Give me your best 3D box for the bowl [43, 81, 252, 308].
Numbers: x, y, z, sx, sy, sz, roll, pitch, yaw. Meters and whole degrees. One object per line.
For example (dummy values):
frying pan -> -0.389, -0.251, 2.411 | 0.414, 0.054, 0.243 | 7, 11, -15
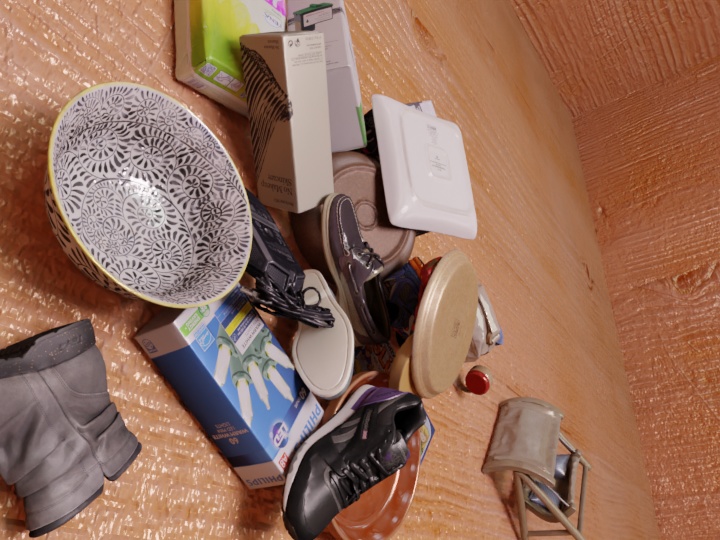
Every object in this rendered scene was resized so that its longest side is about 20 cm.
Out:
bowl -> -0.200, -0.052, 0.521 | 0.200, 0.093, 0.204 | 32, 49, -44

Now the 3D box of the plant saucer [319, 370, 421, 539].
plant saucer -> 0.009, 0.224, 0.701 | 0.199, 0.032, 0.204 | 12, 75, -53

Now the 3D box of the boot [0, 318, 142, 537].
boot -> -0.241, 0.125, 0.394 | 0.199, 0.069, 0.134 | -29, 104, -54

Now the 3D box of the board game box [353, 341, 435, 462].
board game box -> 0.033, 0.191, 0.820 | 0.202, 0.034, 0.136 | 63, 32, -14

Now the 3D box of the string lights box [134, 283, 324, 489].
string lights box -> -0.124, 0.109, 0.590 | 0.202, 0.058, 0.103 | 60, 31, -20

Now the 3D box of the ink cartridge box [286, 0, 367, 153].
ink cartridge box -> -0.049, -0.293, 0.834 | 0.147, 0.083, 0.202 | 73, 7, -57

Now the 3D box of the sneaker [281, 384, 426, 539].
sneaker -> 0.000, 0.188, 0.594 | 0.200, 0.087, 0.077 | -47, 122, -45

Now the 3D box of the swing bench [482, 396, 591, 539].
swing bench -> 0.346, 0.379, 1.127 | 0.202, 0.128, 0.199 | 62, 33, -14

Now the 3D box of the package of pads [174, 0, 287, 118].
package of pads -> -0.160, -0.302, 0.747 | 0.154, 0.068, 0.203 | 18, 59, -52

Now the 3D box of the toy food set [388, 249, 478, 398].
toy food set -> 0.103, 0.072, 0.758 | 0.197, 0.048, 0.203 | -5, 104, -61

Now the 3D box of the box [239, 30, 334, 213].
box -> -0.086, -0.179, 0.702 | 0.068, 0.081, 0.203 | -27, 122, -43

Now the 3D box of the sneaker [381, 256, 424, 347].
sneaker -> 0.059, 0.058, 0.861 | 0.201, 0.077, 0.076 | 84, -19, -51

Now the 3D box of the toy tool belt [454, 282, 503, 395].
toy tool belt -> 0.211, 0.109, 1.066 | 0.122, 0.124, 0.203 | -28, 99, -50

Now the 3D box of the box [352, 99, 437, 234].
box -> 0.073, -0.157, 0.952 | 0.131, 0.114, 0.203 | -18, 90, -32

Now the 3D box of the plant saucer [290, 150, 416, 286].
plant saucer -> 0.001, -0.074, 0.816 | 0.197, 0.037, 0.204 | 4, 81, -25

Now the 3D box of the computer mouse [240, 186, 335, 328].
computer mouse -> -0.114, -0.015, 0.637 | 0.201, 0.053, 0.138 | 58, 14, 30

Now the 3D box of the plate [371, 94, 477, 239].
plate -> 0.107, -0.155, 0.870 | 0.198, 0.032, 0.203 | 6, 71, -42

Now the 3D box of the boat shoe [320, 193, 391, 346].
boat shoe -> 0.000, 0.000, 0.738 | 0.072, 0.064, 0.203 | -27, 111, -58

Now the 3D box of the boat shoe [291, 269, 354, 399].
boat shoe -> -0.043, 0.079, 0.682 | 0.201, 0.072, 0.062 | -113, -179, -51
